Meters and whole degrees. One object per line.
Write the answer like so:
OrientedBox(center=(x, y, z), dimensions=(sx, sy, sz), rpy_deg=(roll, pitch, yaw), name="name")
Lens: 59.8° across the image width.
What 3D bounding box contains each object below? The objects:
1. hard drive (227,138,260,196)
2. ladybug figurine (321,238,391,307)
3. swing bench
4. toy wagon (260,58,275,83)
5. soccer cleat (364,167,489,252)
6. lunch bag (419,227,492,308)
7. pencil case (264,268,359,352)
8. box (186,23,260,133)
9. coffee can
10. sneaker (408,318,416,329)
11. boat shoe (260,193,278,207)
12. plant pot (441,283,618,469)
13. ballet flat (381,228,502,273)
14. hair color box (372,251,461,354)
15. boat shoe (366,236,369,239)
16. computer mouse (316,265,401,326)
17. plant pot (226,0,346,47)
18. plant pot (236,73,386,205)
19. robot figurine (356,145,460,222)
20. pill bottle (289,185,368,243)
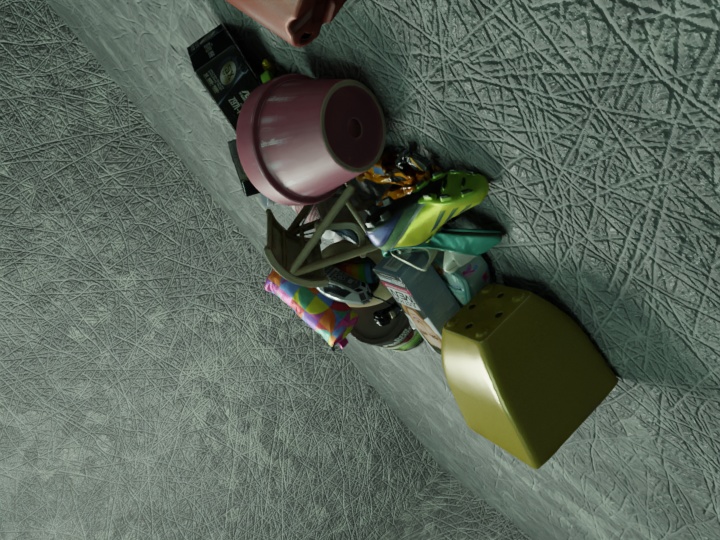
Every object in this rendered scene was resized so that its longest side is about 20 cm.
OrientedBox(center=(-0.182, -0.222, 1.236), dimensions=(0.201, 0.136, 0.039), rpy_deg=(-119, 16, -53), name="hard drive")
OrientedBox(center=(0.000, 0.000, 1.246), dimensions=(0.194, 0.072, 0.140), rpy_deg=(0, 107, 18), name="ladybug figurine")
OrientedBox(center=(-0.068, -0.079, 1.141), dimensions=(0.131, 0.198, 0.200), rpy_deg=(51, -170, -25), name="swing bench")
OrientedBox(center=(-0.132, -0.277, 1.114), dimensions=(0.204, 0.039, 0.155), rpy_deg=(63, -168, 7), name="toy wagon")
OrientedBox(center=(0.097, -0.080, 0.884), dimensions=(0.196, 0.066, 0.084), rpy_deg=(-19, 129, 30), name="soccer cleat")
OrientedBox(center=(0.136, -0.011, 1.091), dimensions=(0.199, 0.077, 0.162), rpy_deg=(38, 165, 34), name="lunch bag")
OrientedBox(center=(-0.095, 0.064, 1.220), dimensions=(0.199, 0.089, 0.089), rpy_deg=(42, 167, 10), name="pencil case")
OrientedBox(center=(-0.231, -0.337, 1.187), dimensions=(0.202, 0.085, 0.165), rpy_deg=(57, -178, -37), name="box")
OrientedBox(center=(0.064, 0.095, 1.362), dimensions=(0.146, 0.148, 0.199), rpy_deg=(40, -175, 24), name="coffee can")
OrientedBox(center=(0.109, 0.040, 1.217), dimensions=(0.093, 0.075, 0.201), rpy_deg=(58, -168, -15), name="sneaker")
OrientedBox(center=(-0.193, -0.252, 1.459), dimensions=(0.074, 0.084, 0.207), rpy_deg=(36, 135, 52), name="boat shoe")
OrientedBox(center=(0.239, 0.137, 0.979), dimensions=(0.202, 0.194, 0.193), rpy_deg=(57, 164, -19), name="plant pot")
OrientedBox(center=(0.118, -0.033, 0.947), dimensions=(0.195, 0.073, 0.067), rpy_deg=(7, -179, 27), name="ballet flat")
OrientedBox(center=(0.115, 0.059, 1.060), dimensions=(0.201, 0.061, 0.098), rpy_deg=(52, 166, -23), name="hair color box")
OrientedBox(center=(0.028, -0.048, 1.370), dimensions=(0.199, 0.059, 0.076), rpy_deg=(27, 115, 54), name="boat shoe")
OrientedBox(center=(-0.015, 0.044, 1.174), dimensions=(0.196, 0.045, 0.110), rpy_deg=(26, -156, 10), name="computer mouse")
OrientedBox(center=(-0.098, -0.349, 0.631), dimensions=(0.194, 0.203, 0.201), rpy_deg=(37, 167, -1), name="plant pot")
OrientedBox(center=(-0.063, -0.205, 0.951), dimensions=(0.177, 0.201, 0.201), rpy_deg=(0, 136, 50), name="plant pot")
OrientedBox(center=(0.075, -0.127, 0.984), dimensions=(0.146, 0.058, 0.199), rpy_deg=(51, 167, -28), name="robot figurine")
OrientedBox(center=(-0.073, -0.138, 1.317), dimensions=(0.200, 0.109, 0.110), rpy_deg=(43, 167, 15), name="pill bottle")
